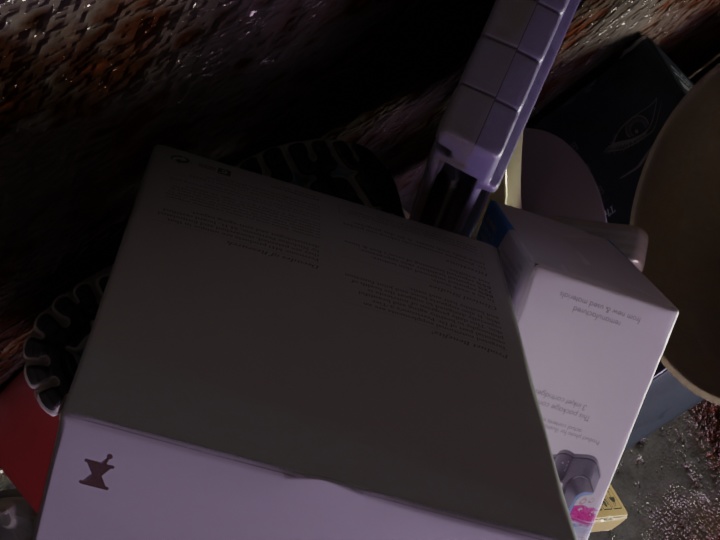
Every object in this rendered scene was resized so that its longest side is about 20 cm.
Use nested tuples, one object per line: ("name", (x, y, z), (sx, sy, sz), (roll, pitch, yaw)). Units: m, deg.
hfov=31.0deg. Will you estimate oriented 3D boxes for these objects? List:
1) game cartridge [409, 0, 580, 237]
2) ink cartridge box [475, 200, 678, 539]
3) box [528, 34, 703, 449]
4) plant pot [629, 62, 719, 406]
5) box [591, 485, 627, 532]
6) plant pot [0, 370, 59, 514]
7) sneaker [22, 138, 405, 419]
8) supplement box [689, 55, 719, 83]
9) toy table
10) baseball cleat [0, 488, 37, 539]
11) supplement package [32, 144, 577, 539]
("game cartridge", (0.061, -0.076, 0.573), (0.131, 0.038, 0.200), (-61, 176, -13))
("ink cartridge box", (0.062, 0.084, 0.583), (0.115, 0.067, 0.203), (-100, -152, -74))
("box", (0.181, -0.009, 0.885), (0.196, 0.202, 0.117), (-36, 153, 21))
("plant pot", (0.278, -0.009, 0.693), (0.198, 0.190, 0.187), (11, 143, -35))
("box", (0.092, 0.096, 0.842), (0.021, 0.165, 0.199), (-39, 155, 21))
("plant pot", (-0.091, 0.117, 0.747), (0.199, 0.179, 0.201), (-32, 169, -7))
("sneaker", (-0.072, -0.001, 0.624), (0.198, 0.079, 0.090), (-28, -172, -13))
("supplement box", (0.291, -0.073, 1.037), (0.199, 0.135, 0.200), (-38, -172, 23))
("toy table", (0.068, -0.007, 0.718), (0.181, 0.203, 0.117), (-3, 158, 14))
("baseball cleat", (-0.252, 0.193, 0.947), (0.199, 0.070, 0.106), (-29, -179, 36))
("supplement package", (-0.032, 0.077, 0.464), (0.201, 0.149, 0.152), (-92, -160, -64))
